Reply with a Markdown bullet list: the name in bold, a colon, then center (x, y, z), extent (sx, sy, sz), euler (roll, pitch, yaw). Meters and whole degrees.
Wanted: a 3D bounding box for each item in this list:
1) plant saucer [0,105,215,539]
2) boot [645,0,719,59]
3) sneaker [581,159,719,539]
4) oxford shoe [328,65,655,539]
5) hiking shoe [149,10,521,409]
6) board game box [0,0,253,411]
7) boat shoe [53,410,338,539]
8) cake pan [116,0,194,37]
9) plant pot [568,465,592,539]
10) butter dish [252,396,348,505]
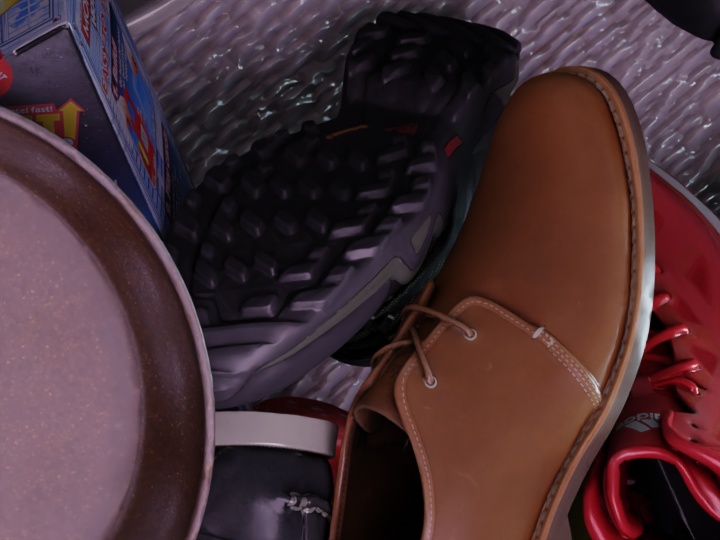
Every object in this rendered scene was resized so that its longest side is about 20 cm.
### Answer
- **plant saucer**: center (-0.142, 0.044, 0.855), extent (0.200, 0.034, 0.201), euler (-1, 97, -8)
- **boot**: center (0.094, -0.169, 0.911), extent (0.162, 0.073, 0.199), euler (29, 108, 4)
- **sneaker**: center (0.094, 0.031, 0.946), extent (0.078, 0.200, 0.115), euler (-38, 160, 12)
- **oxford shoe**: center (0.036, 0.028, 0.891), extent (0.071, 0.071, 0.201), euler (23, 76, -38)
- **hiking shoe**: center (0.000, 0.000, 0.951), extent (0.076, 0.200, 0.101), euler (14, 127, 25)
- **board game box**: center (-0.135, -0.024, 0.923), extent (0.199, 0.062, 0.200), euler (-3, 139, -4)
- **boat shoe**: center (-0.102, 0.082, 0.926), extent (0.199, 0.072, 0.068), euler (-4, 84, 21)
- **cake pan**: center (-0.108, -0.157, 0.897), extent (0.200, 0.037, 0.201), euler (-9, 123, -14)
- **plant pot**: center (0.166, 0.079, 1.063), extent (0.200, 0.200, 0.193), euler (14, 103, -26)
- **butter dish**: center (-0.032, 0.117, 1.027), extent (0.199, 0.199, 0.148), euler (14, 91, -24)
